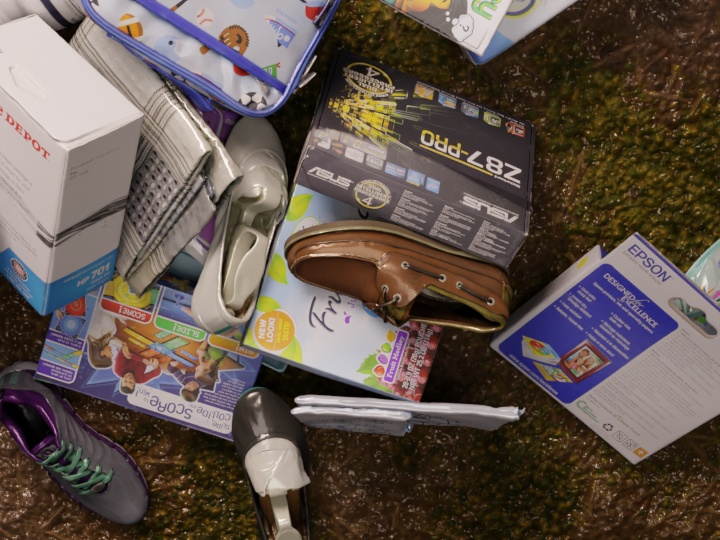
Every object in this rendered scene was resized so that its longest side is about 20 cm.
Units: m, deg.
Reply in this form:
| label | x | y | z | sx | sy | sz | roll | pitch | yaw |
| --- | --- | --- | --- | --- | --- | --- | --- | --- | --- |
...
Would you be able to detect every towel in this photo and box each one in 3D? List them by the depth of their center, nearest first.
| label | x | y | z | sx | sy | sz | roll | pitch | yaw |
| --- | --- | --- | --- | --- | --- | --- | --- | --- | --- |
| towel | -0.205 | -0.097 | 1.066 | 0.200 | 0.035 | 0.193 | 51 | 130 | 8 |

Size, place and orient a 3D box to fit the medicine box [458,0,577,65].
| label | x | y | z | sx | sy | sz | roll | pitch | yaw |
| --- | --- | --- | --- | --- | --- | --- | --- | --- | --- |
| medicine box | 0.129 | -0.308 | 1.059 | 0.200 | 0.103 | 0.182 | -34 | 104 | 8 |

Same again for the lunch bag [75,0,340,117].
| label | x | y | z | sx | sy | sz | roll | pitch | yaw |
| --- | --- | --- | --- | --- | --- | --- | --- | --- | --- |
| lunch bag | -0.116 | -0.216 | 0.983 | 0.200 | 0.076 | 0.161 | 30 | 90 | -24 |

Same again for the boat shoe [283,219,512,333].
| label | x | y | z | sx | sy | sz | roll | pitch | yaw |
| --- | --- | --- | --- | --- | --- | --- | --- | --- | --- |
| boat shoe | 0.034 | 0.008 | 1.050 | 0.199 | 0.068 | 0.072 | 6 | 149 | -8 |

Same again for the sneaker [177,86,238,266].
| label | x | y | z | sx | sy | sz | roll | pitch | yaw |
| --- | --- | --- | --- | --- | --- | --- | --- | --- | --- |
| sneaker | -0.136 | -0.083 | 1.125 | 0.114 | 0.073 | 0.201 | -40 | 99 | 5 |

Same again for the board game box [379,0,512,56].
| label | x | y | z | sx | sy | sz | roll | pitch | yaw |
| --- | --- | --- | --- | --- | --- | --- | --- | --- | --- |
| board game box | 0.090 | -0.289 | 0.991 | 0.126 | 0.035 | 0.201 | 26 | 103 | -9 |

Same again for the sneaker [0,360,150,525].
| label | x | y | z | sx | sy | sz | roll | pitch | yaw |
| --- | --- | --- | --- | --- | --- | --- | --- | --- | --- |
| sneaker | -0.282 | 0.180 | 1.185 | 0.074 | 0.088 | 0.200 | -39 | 103 | 8 |

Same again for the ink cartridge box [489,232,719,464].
| label | x | y | z | sx | sy | sz | roll | pitch | yaw |
| --- | --- | --- | --- | --- | --- | --- | --- | --- | --- |
| ink cartridge box | 0.257 | 0.070 | 1.156 | 0.197 | 0.047 | 0.200 | 40 | 127 | -10 |

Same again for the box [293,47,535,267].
| label | x | y | z | sx | sy | sz | roll | pitch | yaw |
| --- | --- | --- | --- | --- | --- | --- | --- | --- | --- |
| box | 0.052 | -0.102 | 1.083 | 0.199 | 0.162 | 0.049 | 21 | 133 | -7 |

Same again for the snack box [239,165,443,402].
| label | x | y | z | sx | sy | sz | roll | pitch | yaw |
| --- | --- | --- | --- | --- | --- | --- | --- | --- | --- |
| snack box | 0.000 | 0.000 | 1.126 | 0.168 | 0.068 | 0.201 | 20 | 81 | -7 |

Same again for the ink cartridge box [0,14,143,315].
| label | x | y | z | sx | sy | sz | roll | pitch | yaw |
| --- | --- | --- | --- | --- | --- | --- | --- | --- | --- |
| ink cartridge box | -0.269 | -0.086 | 1.041 | 0.146 | 0.086 | 0.200 | 43 | 137 | 19 |

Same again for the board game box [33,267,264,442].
| label | x | y | z | sx | sy | sz | roll | pitch | yaw |
| --- | --- | --- | --- | --- | --- | --- | --- | --- | --- |
| board game box | -0.192 | 0.069 | 1.170 | 0.199 | 0.034 | 0.136 | 19 | 111 | -6 |

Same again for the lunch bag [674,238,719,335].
| label | x | y | z | sx | sy | sz | roll | pitch | yaw |
| --- | --- | --- | --- | --- | --- | --- | --- | --- | --- |
| lunch bag | 0.403 | 0.034 | 1.156 | 0.170 | 0.122 | 0.200 | 39 | 110 | -14 |

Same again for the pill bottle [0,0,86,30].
| label | x | y | z | sx | sy | sz | roll | pitch | yaw |
| --- | --- | --- | --- | --- | --- | --- | --- | --- | --- |
| pill bottle | -0.242 | -0.273 | 1.048 | 0.199 | 0.116 | 0.116 | -25 | 105 | 4 |

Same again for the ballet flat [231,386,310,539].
| label | x | y | z | sx | sy | sz | roll | pitch | yaw |
| --- | --- | --- | --- | --- | --- | --- | --- | --- | --- |
| ballet flat | -0.075 | 0.205 | 1.186 | 0.068 | 0.068 | 0.201 | -15 | 121 | -7 |

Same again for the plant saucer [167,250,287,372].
| label | x | y | z | sx | sy | sz | roll | pitch | yaw |
| --- | --- | --- | --- | --- | --- | --- | --- | --- | --- |
| plant saucer | -0.147 | 0.024 | 1.184 | 0.199 | 0.019 | 0.070 | 27 | 103 | -8 |

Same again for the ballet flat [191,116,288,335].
| label | x | y | z | sx | sy | sz | roll | pitch | yaw |
| --- | --- | --- | --- | --- | --- | --- | --- | --- | --- |
| ballet flat | -0.095 | -0.040 | 1.084 | 0.069 | 0.069 | 0.201 | 14 | 80 | -6 |

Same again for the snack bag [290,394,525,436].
| label | x | y | z | sx | sy | sz | roll | pitch | yaw |
| --- | --- | --- | --- | --- | --- | --- | --- | --- | --- |
| snack bag | 0.040 | 0.136 | 1.139 | 0.199 | 0.189 | 0.022 | 3 | 79 | 0 |
